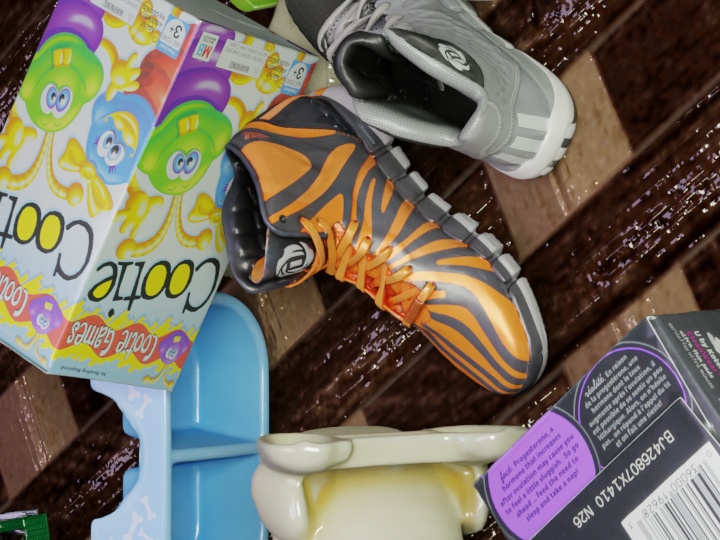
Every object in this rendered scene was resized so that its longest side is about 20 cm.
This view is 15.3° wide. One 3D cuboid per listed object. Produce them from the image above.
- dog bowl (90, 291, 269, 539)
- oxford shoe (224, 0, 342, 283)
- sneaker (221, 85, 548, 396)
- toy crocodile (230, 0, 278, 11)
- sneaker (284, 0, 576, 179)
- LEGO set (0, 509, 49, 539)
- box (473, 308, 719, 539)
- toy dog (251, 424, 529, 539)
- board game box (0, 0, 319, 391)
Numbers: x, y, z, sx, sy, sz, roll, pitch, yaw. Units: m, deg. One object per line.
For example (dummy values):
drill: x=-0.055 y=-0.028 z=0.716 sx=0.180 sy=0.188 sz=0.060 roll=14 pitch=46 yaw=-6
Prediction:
dog bowl: x=-0.098 y=0.102 z=1.522 sx=0.049 sy=0.111 sz=0.201 roll=0 pitch=90 yaw=37
oxford shoe: x=-0.044 y=-0.087 z=1.474 sx=0.071 sy=0.074 sz=0.201 roll=24 pitch=108 yaw=50
sneaker: x=0.000 y=0.000 z=1.366 sx=0.200 sy=0.112 sz=0.078 roll=47 pitch=138 yaw=18
toy crocodile: x=-0.030 y=-0.224 z=1.462 sx=0.200 sy=0.067 sz=0.062 roll=-52 pitch=56 yaw=39
sneaker: x=0.011 y=-0.118 z=1.354 sx=0.200 sy=0.115 sz=0.075 roll=35 pitch=108 yaw=34
LEGO set: x=-0.268 y=0.236 z=1.687 sx=0.115 sy=0.154 sz=0.201 roll=-9 pitch=96 yaw=23
box: x=0.165 y=0.088 z=1.110 sx=0.122 sy=0.200 sz=0.106 roll=-47 pitch=64 yaw=33
toy dog: x=-0.001 y=0.182 z=1.382 sx=0.194 sy=0.139 sz=0.201 roll=-6 pitch=86 yaw=63
board game box: x=-0.125 y=-0.051 z=1.425 sx=0.103 sy=0.105 sz=0.201 roll=32 pitch=102 yaw=36
